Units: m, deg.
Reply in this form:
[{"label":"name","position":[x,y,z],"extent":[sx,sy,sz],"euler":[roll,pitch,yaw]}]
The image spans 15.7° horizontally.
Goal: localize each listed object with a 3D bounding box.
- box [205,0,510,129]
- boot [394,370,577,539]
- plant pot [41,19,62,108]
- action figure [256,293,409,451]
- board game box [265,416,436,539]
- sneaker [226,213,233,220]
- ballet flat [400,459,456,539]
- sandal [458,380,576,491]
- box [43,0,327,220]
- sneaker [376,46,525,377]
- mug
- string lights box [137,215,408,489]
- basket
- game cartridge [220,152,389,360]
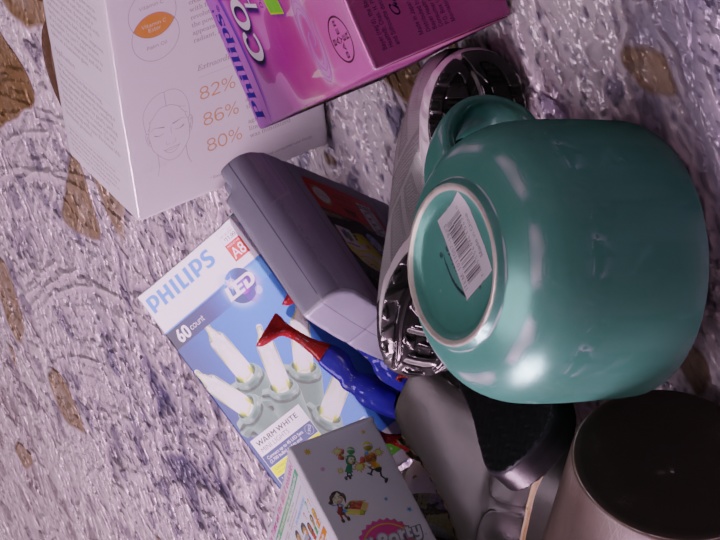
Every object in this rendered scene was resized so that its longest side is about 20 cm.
[{"label":"box","position":[-0.022,-0.196,1.550],"extent":[0.176,0.096,0.200],"euler":[67,158,-2]},{"label":"boot","position":[0.067,0.147,1.613],"extent":[0.138,0.077,0.200],"euler":[35,124,22]},{"label":"plant pot","position":[-0.174,-0.155,1.940],"extent":[0.201,0.093,0.201],"euler":[48,153,36]},{"label":"action figure","position":[0.028,0.083,1.692],"extent":[0.200,0.052,0.066],"euler":[32,121,-1]},{"label":"board game box","position":[0.014,0.216,1.635],"extent":[0.200,0.064,0.148],"euler":[60,157,25]},{"label":"sneaker","position":[-0.043,0.035,1.853],"extent":[0.200,0.083,0.121],"euler":[63,167,12]},{"label":"ballet flat","position":[0.034,0.164,1.739],"extent":[0.200,0.069,0.071],"euler":[-21,52,62]},{"label":"sandal","position":[0.097,0.067,1.509],"extent":[0.048,0.075,0.201],"euler":[39,-156,-21]},{"label":"box","position":[-0.119,-0.162,1.728],"extent":[0.106,0.152,0.201],"euler":[42,146,45]},{"label":"sneaker","position":[0.050,-0.035,1.539],"extent":[0.079,0.074,0.201],"euler":[-141,60,-70]},{"label":"mug","position":[0.087,-0.008,1.405],"extent":[0.185,0.114,0.153],"euler":[20,109,56]},{"label":"string lights box","position":[-0.048,0.063,1.772],"extent":[0.103,0.059,0.200],"euler":[-39,86,30]},{"label":"basket","position":[0.160,0.175,1.465],"extent":[0.181,0.135,0.200],"euler":[-99,11,-47]},{"label":"game cartridge","position":[0.000,0.000,1.630],"extent":[0.133,0.041,0.200],"euler":[59,-161,23]}]
